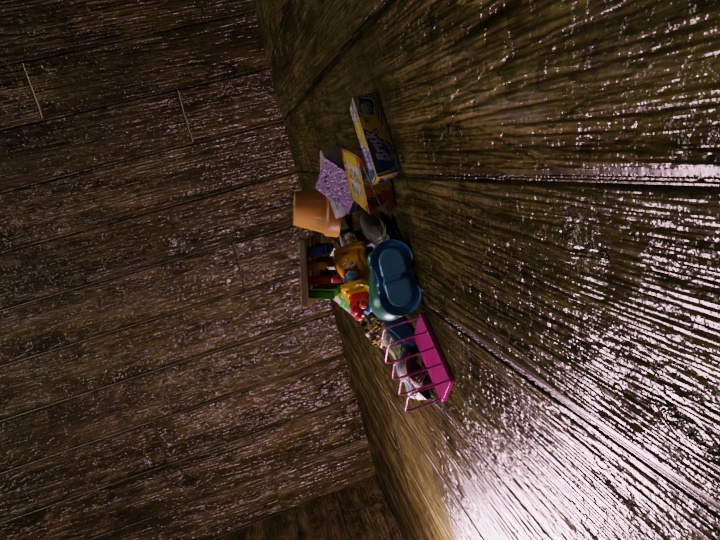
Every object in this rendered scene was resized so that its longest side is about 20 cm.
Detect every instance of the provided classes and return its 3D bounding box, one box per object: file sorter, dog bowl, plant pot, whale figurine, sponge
[{"bbox_3d":[0.141,0.245,1.403,0.140,0.123,0.202,93,159,-56],"label":"file sorter"},{"bbox_3d":[0.091,0.015,1.396,0.050,0.109,0.203,-84,-20,-78],"label":"dog bowl"},{"bbox_3d":[-0.173,-0.237,2.101,0.200,0.180,0.204,-179,90,-79],"label":"plant pot"},{"bbox_3d":[0.058,0.050,1.542,0.203,0.103,0.159,64,-170,10],"label":"whale figurine"},{"bbox_3d":[-0.069,-0.276,1.730,0.200,0.029,0.113,40,119,39],"label":"sponge"}]

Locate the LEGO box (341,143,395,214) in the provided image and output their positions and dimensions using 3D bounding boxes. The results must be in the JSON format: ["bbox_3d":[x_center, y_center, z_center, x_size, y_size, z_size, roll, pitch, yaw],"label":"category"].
[{"bbox_3d":[0.018,-0.254,1.440,0.200,0.076,0.151,-127,23,-65],"label":"LEGO box"}]

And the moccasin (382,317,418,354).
[{"bbox_3d":[0.117,0.196,1.616,0.200,0.079,0.069,-123,15,-63],"label":"moccasin"}]

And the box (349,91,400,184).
[{"bbox_3d":[0.034,-0.317,1.290,0.070,0.063,0.203,137,116,-80],"label":"box"}]

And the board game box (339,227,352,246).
[{"bbox_3d":[-0.029,-0.041,2.082,0.196,0.055,0.203,-117,14,-70],"label":"board game box"}]

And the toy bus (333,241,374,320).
[{"bbox_3d":[-0.006,0.044,1.616,0.201,0.134,0.194,57,-150,-34],"label":"toy bus"}]

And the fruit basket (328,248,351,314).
[{"bbox_3d":[-0.057,0.045,1.984,0.200,0.093,0.187,41,125,20],"label":"fruit basket"}]

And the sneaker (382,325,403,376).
[{"bbox_3d":[0.134,0.247,1.680,0.202,0.076,0.089,65,155,18],"label":"sneaker"}]

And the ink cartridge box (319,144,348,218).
[{"bbox_3d":[-0.076,-0.309,1.863,0.146,0.086,0.203,103,148,-68],"label":"ink cartridge box"}]

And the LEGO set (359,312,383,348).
[{"bbox_3d":[0.063,0.160,1.887,0.154,0.115,0.201,43,-164,-39],"label":"LEGO set"}]

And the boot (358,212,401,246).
[{"bbox_3d":[0.061,-0.118,1.499,0.202,0.067,0.132,60,160,29],"label":"boot"}]

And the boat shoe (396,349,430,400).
[{"bbox_3d":[0.163,0.304,1.550,0.071,0.073,0.202,11,142,34],"label":"boat shoe"}]

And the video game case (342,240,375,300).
[{"bbox_3d":[0.000,0.000,1.779,0.019,0.142,0.202,42,152,38],"label":"video game case"}]

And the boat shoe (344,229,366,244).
[{"bbox_3d":[-0.009,-0.100,1.845,0.200,0.074,0.075,-177,78,-83],"label":"boat shoe"}]

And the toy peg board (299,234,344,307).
[{"bbox_3d":[-0.111,-0.003,1.649,0.200,0.096,0.203,-37,-54,-76],"label":"toy peg board"}]
